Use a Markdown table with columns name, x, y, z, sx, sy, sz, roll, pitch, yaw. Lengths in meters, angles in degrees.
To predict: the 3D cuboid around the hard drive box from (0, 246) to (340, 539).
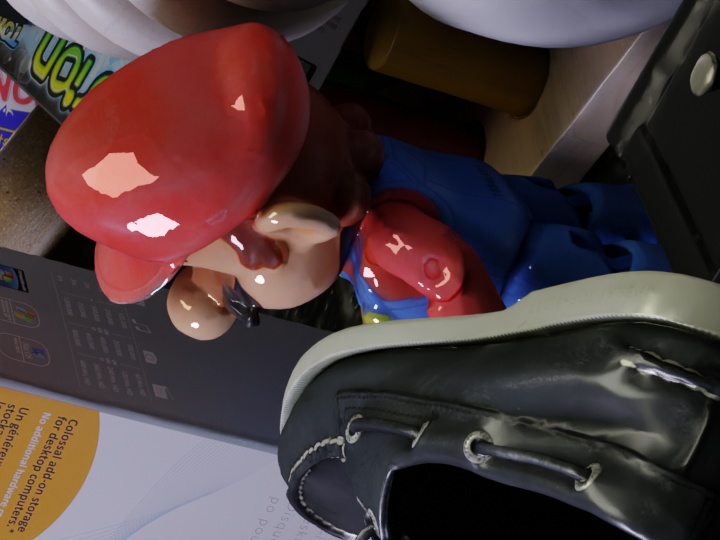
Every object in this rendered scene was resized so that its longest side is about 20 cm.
| name | x | y | z | sx | sy | sz | roll | pitch | yaw |
| --- | --- | --- | --- | --- | --- | --- | --- | --- | --- |
| hard drive box | -0.062 | 0.092 | 0.949 | 0.157 | 0.199 | 0.077 | -63 | 27 | 25 |

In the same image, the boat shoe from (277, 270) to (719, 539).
| name | x | y | z | sx | sy | sz | roll | pitch | yaw |
| --- | --- | --- | --- | --- | --- | --- | --- | --- | --- |
| boat shoe | 0.030 | 0.053 | 0.698 | 0.199 | 0.074 | 0.066 | -15 | 50 | 55 |

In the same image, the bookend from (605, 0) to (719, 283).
| name | x | y | z | sx | sy | sz | roll | pitch | yaw |
| --- | --- | --- | --- | --- | --- | --- | --- | --- | --- |
| bookend | 0.107 | 0.018 | 0.756 | 0.199 | 0.092 | 0.201 | -61 | 27 | 30 |

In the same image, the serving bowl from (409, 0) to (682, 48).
| name | x | y | z | sx | sy | sz | roll | pitch | yaw |
| --- | --- | --- | --- | --- | --- | --- | --- | --- | --- |
| serving bowl | 0.087 | -0.146 | 0.814 | 0.066 | 0.200 | 0.201 | 30 | 107 | 32 |

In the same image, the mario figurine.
| name | x | y | z | sx | sy | sz | roll | pitch | yaw |
| --- | --- | --- | --- | --- | --- | --- | --- | --- | --- |
| mario figurine | 0.000 | 0.000 | 0.866 | 0.123 | 0.199 | 0.107 | -11 | 66 | 64 |

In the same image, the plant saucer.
| name | x | y | z | sx | sy | sz | roll | pitch | yaw |
| --- | --- | --- | --- | --- | --- | --- | --- | --- | --- |
| plant saucer | -0.110 | -0.032 | 1.224 | 0.200 | 0.035 | 0.200 | -50 | -6 | -7 |

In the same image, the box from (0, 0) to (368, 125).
| name | x | y | z | sx | sy | sz | roll | pitch | yaw |
| --- | --- | --- | --- | --- | --- | --- | --- | --- | --- |
| box | -0.069 | -0.095 | 1.033 | 0.111 | 0.035 | 0.200 | -61 | 33 | 6 |

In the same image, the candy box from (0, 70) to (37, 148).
| name | x | y | z | sx | sy | sz | roll | pitch | yaw |
| --- | --- | --- | --- | --- | --- | --- | --- | --- | --- |
| candy box | -0.196 | -0.023 | 1.340 | 0.201 | 0.168 | 0.077 | -67 | 28 | 17 |

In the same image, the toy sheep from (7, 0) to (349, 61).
| name | x | y | z | sx | sy | sz | roll | pitch | yaw |
| --- | --- | --- | --- | --- | --- | --- | --- | --- | --- |
| toy sheep | -0.045 | -0.125 | 0.881 | 0.199 | 0.137 | 0.139 | -9 | 67 | 54 |

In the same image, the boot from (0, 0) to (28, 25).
| name | x | y | z | sx | sy | sz | roll | pitch | yaw |
| --- | --- | --- | --- | --- | --- | --- | --- | --- | --- |
| boot | -0.144 | -0.177 | 0.997 | 0.199 | 0.162 | 0.074 | -54 | 36 | 25 |

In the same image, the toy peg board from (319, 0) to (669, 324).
| name | x | y | z | sx | sy | sz | roll | pitch | yaw |
| --- | --- | --- | --- | --- | --- | --- | --- | --- | --- |
| toy peg board | 0.012 | -0.105 | 1.025 | 0.199 | 0.097 | 0.201 | -53 | 33 | 40 |
